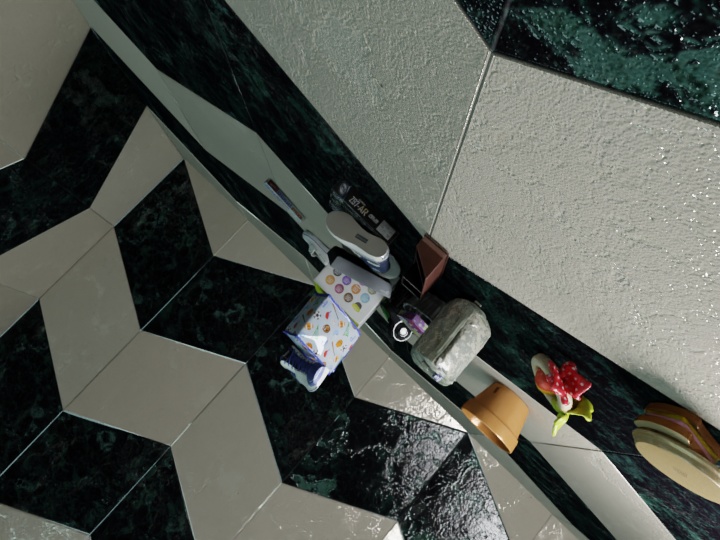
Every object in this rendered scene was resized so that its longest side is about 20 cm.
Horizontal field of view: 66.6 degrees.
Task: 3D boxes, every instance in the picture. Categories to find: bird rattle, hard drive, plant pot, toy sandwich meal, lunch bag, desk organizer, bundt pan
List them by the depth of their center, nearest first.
[{"bbox_3d":[0.555,0.309,0.930,0.204,0.071,0.205,38,169,9],"label":"toy sandwich meal"},{"bbox_3d":[0.413,0.251,1.175,0.201,0.112,0.164,56,-179,-36],"label":"bird rattle"},{"bbox_3d":[0.146,-0.002,1.273,0.071,0.077,0.200,41,169,13],"label":"desk organizer"},{"bbox_3d":[0.217,0.171,1.329,0.139,0.201,0.168,39,170,18],"label":"lunch bag"},{"bbox_3d":[0.216,0.136,1.537,0.202,0.076,0.202,44,170,9],"label":"bundt pan"},{"bbox_3d":[0.000,0.000,1.573,0.197,0.043,0.135,29,-167,-16],"label":"hard drive"},{"bbox_3d":[-0.109,0.194,1.666,0.201,0.171,0.123,48,161,-25],"label":"lunch bag"},{"bbox_3d":[0.434,0.450,1.728,0.199,0.140,0.200,42,169,10],"label":"plant pot"}]

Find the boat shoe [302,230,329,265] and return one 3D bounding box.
[{"bbox_3d":[-0.183,-0.089,2.250,0.199,0.067,0.074,39,168,31],"label":"boat shoe"}]

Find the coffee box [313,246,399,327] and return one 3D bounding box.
[{"bbox_3d":[-0.016,0.046,1.754,0.199,0.198,0.200,43,170,6],"label":"coffee box"}]

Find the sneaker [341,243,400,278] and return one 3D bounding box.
[{"bbox_3d":[0.042,-0.048,1.584,0.198,0.075,0.082,36,-162,17],"label":"sneaker"}]

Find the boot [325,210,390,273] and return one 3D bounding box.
[{"bbox_3d":[-0.008,-0.067,1.383,0.199,0.073,0.091,39,162,25],"label":"boot"}]

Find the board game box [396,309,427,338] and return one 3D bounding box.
[{"bbox_3d":[0.195,0.195,1.572,0.200,0.032,0.120,48,165,-13],"label":"board game box"}]

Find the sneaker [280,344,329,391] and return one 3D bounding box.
[{"bbox_3d":[-0.180,0.285,1.622,0.115,0.081,0.198,44,160,-18],"label":"sneaker"}]

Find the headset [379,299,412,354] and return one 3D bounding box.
[{"bbox_3d":[0.132,0.174,1.678,0.203,0.093,0.124,60,173,3],"label":"headset"}]

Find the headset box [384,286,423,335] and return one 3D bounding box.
[{"bbox_3d":[0.168,0.138,1.735,0.149,0.077,0.199,49,170,-19],"label":"headset box"}]

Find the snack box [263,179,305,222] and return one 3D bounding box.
[{"bbox_3d":[-0.292,-0.266,2.106,0.200,0.024,0.072,49,170,-19],"label":"snack box"}]

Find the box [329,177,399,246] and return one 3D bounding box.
[{"bbox_3d":[0.005,-0.133,1.411,0.200,0.044,0.160,45,170,3],"label":"box"}]
